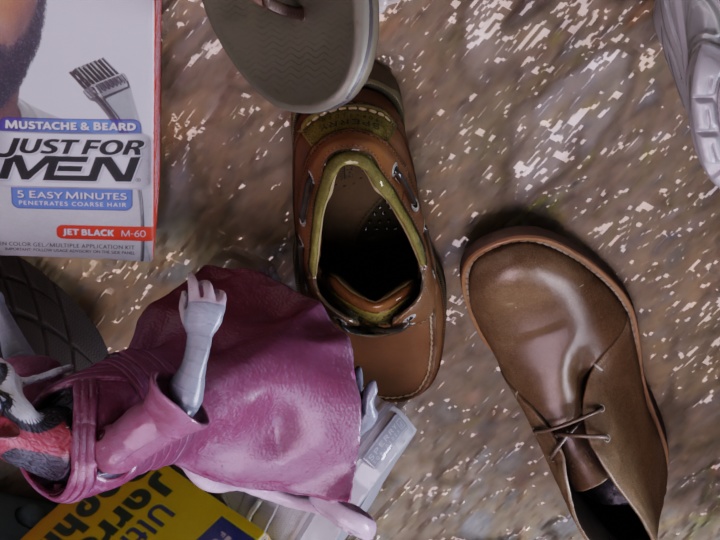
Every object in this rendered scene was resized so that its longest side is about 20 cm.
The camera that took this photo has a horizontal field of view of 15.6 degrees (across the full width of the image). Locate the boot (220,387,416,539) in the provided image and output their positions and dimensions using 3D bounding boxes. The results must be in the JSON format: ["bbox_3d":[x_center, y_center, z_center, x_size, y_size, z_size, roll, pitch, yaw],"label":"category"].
[{"bbox_3d":[-0.044,0.101,1.317,0.095,0.074,0.200,38,142,6],"label":"boot"}]

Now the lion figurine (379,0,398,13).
[{"bbox_3d":[0.047,-0.184,1.053,0.122,0.073,0.201,19,118,-12],"label":"lion figurine"}]

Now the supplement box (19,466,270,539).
[{"bbox_3d":[-0.091,0.203,1.316,0.109,0.109,0.201,-43,139,-22],"label":"supplement box"}]

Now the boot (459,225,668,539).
[{"bbox_3d":[0.106,0.062,1.271,0.073,0.076,0.200,-18,130,17],"label":"boot"}]

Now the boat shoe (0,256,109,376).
[{"bbox_3d":[-0.210,0.023,1.235,0.199,0.075,0.073,29,136,-15],"label":"boat shoe"}]

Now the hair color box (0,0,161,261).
[{"bbox_3d":[-0.140,-0.097,1.123,0.110,0.064,0.201,2,132,-2],"label":"hair color box"}]

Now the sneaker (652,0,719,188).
[{"bbox_3d":[0.147,-0.134,1.088,0.077,0.099,0.201,-6,107,-9],"label":"sneaker"}]

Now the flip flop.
[{"bbox_3d":[-0.051,-0.154,1.026,0.081,0.058,0.201,-4,111,32],"label":"flip flop"}]

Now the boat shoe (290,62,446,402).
[{"bbox_3d":[0.000,0.000,1.213,0.071,0.068,0.201,-10,133,5],"label":"boat shoe"}]

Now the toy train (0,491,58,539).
[{"bbox_3d":[-0.217,0.157,1.347,0.199,0.085,0.114,15,121,-16],"label":"toy train"}]

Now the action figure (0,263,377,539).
[{"bbox_3d":[-0.099,0.064,1.155,0.199,0.133,0.150,-18,111,-41],"label":"action figure"}]
